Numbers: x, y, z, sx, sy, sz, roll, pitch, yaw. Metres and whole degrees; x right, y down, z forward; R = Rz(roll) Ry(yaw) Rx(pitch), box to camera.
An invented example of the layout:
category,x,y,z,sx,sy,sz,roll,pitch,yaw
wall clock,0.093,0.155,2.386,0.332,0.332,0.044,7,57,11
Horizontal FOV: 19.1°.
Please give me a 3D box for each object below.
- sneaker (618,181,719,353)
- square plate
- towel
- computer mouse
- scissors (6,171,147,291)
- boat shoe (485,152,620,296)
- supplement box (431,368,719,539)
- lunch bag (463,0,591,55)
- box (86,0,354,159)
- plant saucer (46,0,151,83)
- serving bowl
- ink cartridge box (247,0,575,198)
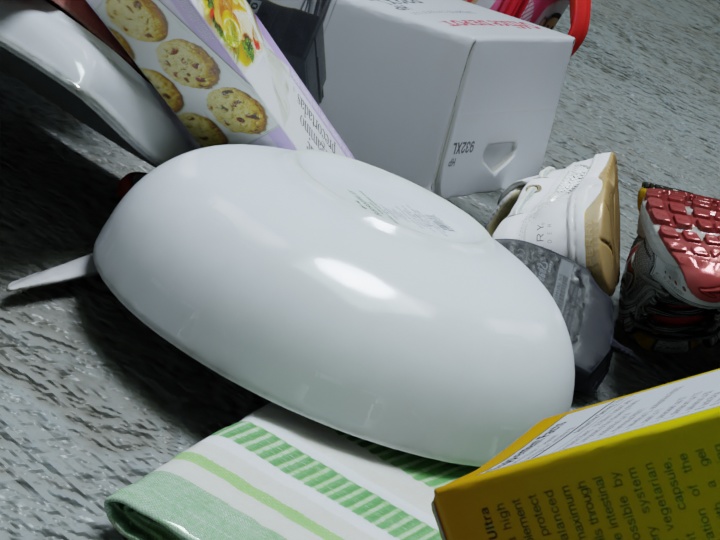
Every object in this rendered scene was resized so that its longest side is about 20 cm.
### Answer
category,x,y,z,sx,sy,sz,roll,pitch,yaw
sneaker,0.167,0.005,1.046,0.078,0.082,0.200,13,4,6
square plate,-0.153,-0.105,0.892,0.200,0.028,0.198,34,-2,16
towel,0.018,0.094,0.740,0.152,0.023,0.200,30,20,13
computer mouse,0.122,0.045,0.992,0.200,0.034,0.059,29,53,-12
scissors,-0.085,-0.006,0.882,0.073,0.014,0.200,29,16,1
boat shoe,0.098,-0.023,1.093,0.069,0.071,0.200,-3,3,9
supplement box,0.141,0.079,0.628,0.109,0.200,0.110,-19,91,-65
lunch bag,0.051,-0.165,1.214,0.176,0.200,0.082,36,16,29
box,-0.055,-0.079,0.886,0.200,0.041,0.039,55,31,-54
plant saucer,-0.175,-0.160,0.862,0.200,0.037,0.200,33,-3,22
serving bowl,0.000,0.000,0.839,0.200,0.066,0.200,23,14,-6
ink cartridge box,-0.010,-0.111,1.107,0.200,0.084,0.145,21,14,23
